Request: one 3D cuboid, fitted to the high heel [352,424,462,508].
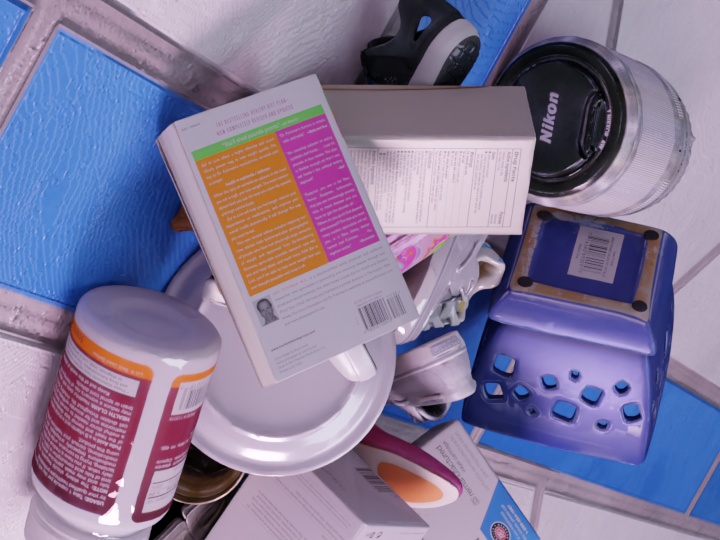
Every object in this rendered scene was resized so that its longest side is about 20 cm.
[{"bbox_3d":[0.025,0.155,1.569,0.096,0.198,0.068,-45,131,-38],"label":"high heel"}]

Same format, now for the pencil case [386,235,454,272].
[{"bbox_3d":[0.015,-0.031,1.452,0.199,0.088,0.088,-33,145,-12],"label":"pencil case"}]

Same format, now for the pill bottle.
[{"bbox_3d":[-0.185,0.124,1.290,0.114,0.114,0.202,-10,125,-55],"label":"pill bottle"}]

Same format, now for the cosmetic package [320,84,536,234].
[{"bbox_3d":[0.035,-0.089,1.367,0.074,0.197,0.104,-96,-171,-48],"label":"cosmetic package"}]

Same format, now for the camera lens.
[{"bbox_3d":[0.225,-0.137,1.664,0.199,0.159,0.161,6,112,-60],"label":"camera lens"}]

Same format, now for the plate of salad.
[{"bbox_3d":[-0.070,0.065,1.370,0.201,0.199,0.048,-52,-178,-13],"label":"plate of salad"}]

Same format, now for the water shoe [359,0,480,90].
[{"bbox_3d":[0.033,-0.158,1.433,0.071,0.079,0.200,-26,162,-41],"label":"water shoe"}]

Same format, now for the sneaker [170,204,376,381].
[{"bbox_3d":[-0.071,0.019,1.323,0.084,0.201,0.073,-39,178,-1],"label":"sneaker"}]

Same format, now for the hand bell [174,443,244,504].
[{"bbox_3d":[-0.106,0.139,1.487,0.105,0.103,0.200,-64,163,8],"label":"hand bell"}]

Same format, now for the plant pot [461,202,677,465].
[{"bbox_3d":[0.223,0.053,1.741,0.201,0.197,0.181,-67,165,-47],"label":"plant pot"}]

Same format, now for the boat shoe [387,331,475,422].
[{"bbox_3d":[0.060,0.110,1.616,0.071,0.069,0.200,-21,174,-26],"label":"boat shoe"}]

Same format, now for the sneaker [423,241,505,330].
[{"bbox_3d":[0.056,0.022,1.622,0.199,0.080,0.077,-37,146,-34],"label":"sneaker"}]

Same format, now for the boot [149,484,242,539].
[{"bbox_3d":[-0.123,0.217,1.524,0.200,0.067,0.132,-39,147,-31],"label":"boot"}]

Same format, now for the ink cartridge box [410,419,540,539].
[{"bbox_3d":[0.046,0.260,1.609,0.199,0.147,0.084,-36,180,-17],"label":"ink cartridge box"}]

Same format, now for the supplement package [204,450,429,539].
[{"bbox_3d":[-0.060,0.260,1.473,0.201,0.121,0.119,-55,151,11],"label":"supplement package"}]

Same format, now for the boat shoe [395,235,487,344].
[{"bbox_3d":[0.081,-0.009,1.575,0.072,0.068,0.201,-28,-148,54],"label":"boat shoe"}]

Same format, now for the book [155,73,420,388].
[{"bbox_3d":[-0.051,-0.032,1.263,0.133,0.202,0.048,-22,178,-26],"label":"book"}]
